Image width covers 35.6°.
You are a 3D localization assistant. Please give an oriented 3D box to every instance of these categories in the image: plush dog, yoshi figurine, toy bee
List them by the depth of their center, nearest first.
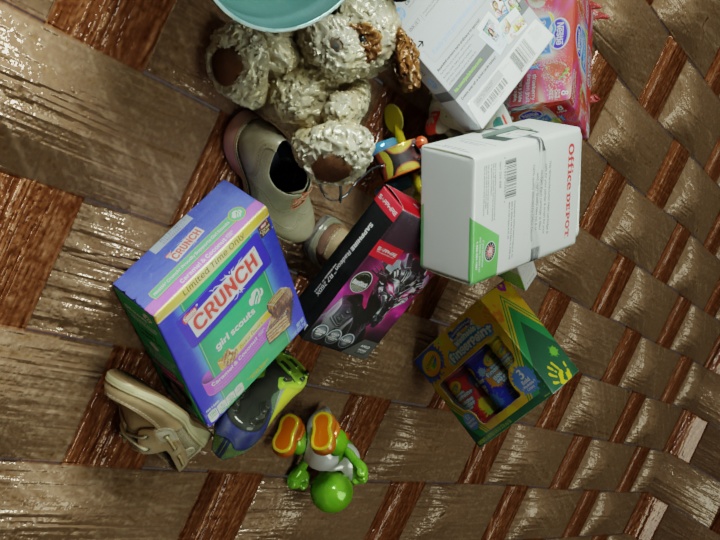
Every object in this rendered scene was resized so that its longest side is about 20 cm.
[{"bbox_3d":[-0.029,-0.211,1.114,0.172,0.200,0.161,-45,-174,20],"label":"plush dog"},{"bbox_3d":[0.053,-0.123,1.332,0.132,0.108,0.201,57,36,-18],"label":"toy bee"},{"bbox_3d":[-0.047,0.268,1.514,0.112,0.113,0.200,-40,148,-5],"label":"yoshi figurine"}]

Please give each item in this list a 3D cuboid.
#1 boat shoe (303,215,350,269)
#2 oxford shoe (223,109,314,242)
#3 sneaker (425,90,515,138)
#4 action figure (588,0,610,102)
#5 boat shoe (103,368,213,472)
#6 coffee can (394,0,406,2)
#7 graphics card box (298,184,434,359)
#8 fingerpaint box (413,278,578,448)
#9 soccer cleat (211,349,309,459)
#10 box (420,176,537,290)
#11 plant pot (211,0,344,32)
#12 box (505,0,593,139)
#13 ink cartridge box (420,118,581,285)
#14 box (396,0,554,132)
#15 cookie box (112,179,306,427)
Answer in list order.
[{"bbox_3d":[0.000,0.000,1.401,0.077,0.071,0.200,-60,149,-3],"label":"boat shoe"},{"bbox_3d":[-0.084,-0.085,1.210,0.071,0.073,0.201,-52,147,-15],"label":"oxford shoe"},{"bbox_3d":[0.110,-0.212,1.348,0.093,0.070,0.202,-34,106,-12],"label":"sneaker"},{"bbox_3d":[0.327,-0.287,1.653,0.065,0.098,0.202,19,99,-57],"label":"action figure"},{"bbox_3d":[-0.222,0.167,1.199,0.065,0.071,0.200,-55,149,-12],"label":"boat shoe"},{"bbox_3d":[0.033,-0.388,1.086,0.202,0.145,0.146,-61,149,-4],"label":"coffee can"},{"bbox_3d":[0.016,0.007,1.322,0.201,0.051,0.125,-50,141,15],"label":"graphics card box"},{"bbox_3d":[0.191,0.139,1.626,0.073,0.168,0.200,-31,169,-40],"label":"fingerpaint box"},{"bbox_3d":[-0.122,0.156,1.328,0.084,0.064,0.200,-55,176,25],"label":"soccer cleat"},{"bbox_3d":[0.160,-0.063,1.522,0.036,0.143,0.201,-50,147,-15],"label":"box"},{"bbox_3d":[-0.092,-0.320,0.948,0.198,0.134,0.203,-22,128,-31],"label":"plant pot"},{"bbox_3d":[0.245,-0.275,1.457,0.100,0.094,0.203,45,46,-54],"label":"box"},{"bbox_3d":[0.164,-0.084,1.294,0.198,0.083,0.149,-18,115,-41],"label":"ink cartridge box"},{"bbox_3d":[0.111,-0.285,1.278,0.200,0.041,0.157,45,72,-21],"label":"box"},{"bbox_3d":[-0.154,0.038,1.198,0.171,0.075,0.202,-46,145,-24],"label":"cookie box"}]
